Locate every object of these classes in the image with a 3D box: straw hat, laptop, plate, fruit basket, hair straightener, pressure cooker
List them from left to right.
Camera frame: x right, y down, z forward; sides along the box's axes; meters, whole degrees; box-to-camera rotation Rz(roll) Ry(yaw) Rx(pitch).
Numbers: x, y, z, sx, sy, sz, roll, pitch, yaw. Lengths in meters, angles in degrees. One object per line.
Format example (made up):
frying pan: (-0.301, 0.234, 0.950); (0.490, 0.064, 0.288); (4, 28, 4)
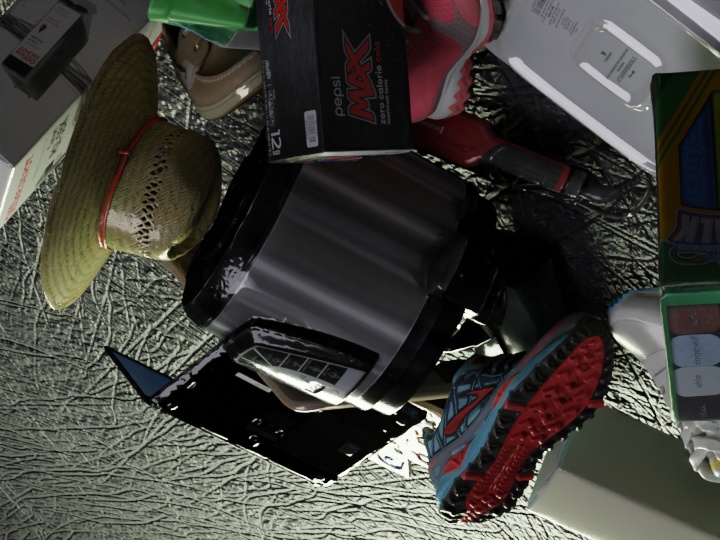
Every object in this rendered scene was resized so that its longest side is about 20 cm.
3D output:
fruit basket: (-0.135, -0.204, 1.408); (0.199, 0.094, 0.185); (14, -172, 14)
straw hat: (-0.142, -0.055, 1.526); (0.085, 0.202, 0.201); (17, 150, 11)
laptop: (-0.077, 0.087, 1.727); (0.177, 0.104, 0.200); (28, 133, -30)
pressure cooker: (0.001, -0.003, 1.474); (0.199, 0.176, 0.179); (27, 116, -12)
hair straightener: (0.108, -0.075, 1.454); (0.199, 0.041, 0.077); (18, 178, 32)
plate: (0.157, -0.130, 1.294); (0.200, 0.032, 0.200); (38, 155, 5)

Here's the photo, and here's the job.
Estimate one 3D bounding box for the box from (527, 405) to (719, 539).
box: (0.229, 0.172, 1.591); (0.199, 0.069, 0.082); (25, 147, -2)

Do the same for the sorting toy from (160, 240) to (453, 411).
sorting toy: (-0.039, 0.031, 1.611); (0.200, 0.185, 0.037); (43, 115, 30)

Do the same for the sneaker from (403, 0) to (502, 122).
sneaker: (0.029, -0.142, 1.355); (0.074, 0.086, 0.200); (60, 162, 23)

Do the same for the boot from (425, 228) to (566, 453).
boot: (0.088, 0.047, 1.633); (0.164, 0.066, 0.200); (10, 146, 32)

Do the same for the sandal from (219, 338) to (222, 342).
sandal: (-0.050, 0.054, 1.809); (0.080, 0.087, 0.200); (50, 151, -17)

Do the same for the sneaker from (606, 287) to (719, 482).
sneaker: (0.243, 0.089, 1.481); (0.200, 0.081, 0.077); (39, 156, 3)

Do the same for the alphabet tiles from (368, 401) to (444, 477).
alphabet tiles: (-0.020, 0.097, 1.749); (0.199, 0.008, 0.167); (24, 151, 17)

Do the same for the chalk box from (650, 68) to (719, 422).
chalk box: (0.223, 0.002, 1.189); (0.123, 0.201, 0.125); (-4, 143, 9)

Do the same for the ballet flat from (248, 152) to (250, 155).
ballet flat: (-0.062, -0.059, 1.655); (0.200, 0.068, 0.068); (-171, 71, -79)

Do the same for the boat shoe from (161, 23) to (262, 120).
boat shoe: (-0.099, -0.152, 1.517); (0.065, 0.072, 0.200); (58, 173, -16)

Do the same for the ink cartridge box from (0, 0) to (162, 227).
ink cartridge box: (-0.230, -0.138, 1.600); (0.083, 0.200, 0.147); (38, 155, 0)

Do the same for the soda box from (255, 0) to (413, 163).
soda box: (-0.019, -0.165, 1.300); (0.063, 0.070, 0.201); (-5, 90, 56)

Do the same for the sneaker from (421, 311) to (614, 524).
sneaker: (0.098, 0.087, 1.546); (0.200, 0.079, 0.096); (-53, 45, 34)
